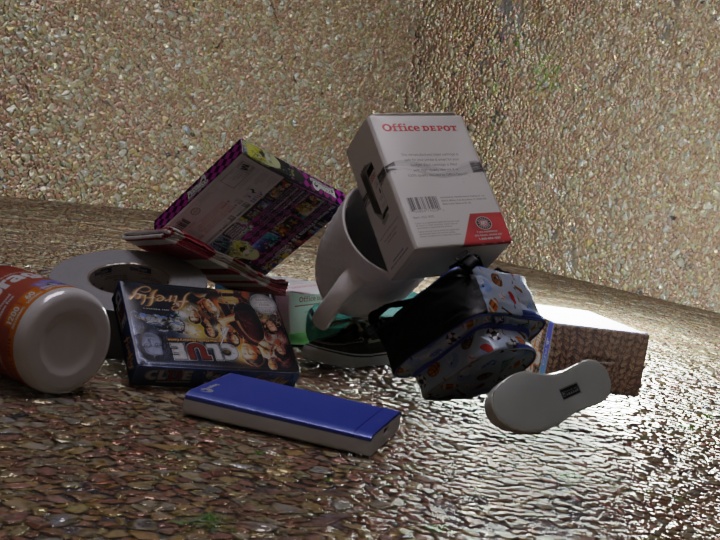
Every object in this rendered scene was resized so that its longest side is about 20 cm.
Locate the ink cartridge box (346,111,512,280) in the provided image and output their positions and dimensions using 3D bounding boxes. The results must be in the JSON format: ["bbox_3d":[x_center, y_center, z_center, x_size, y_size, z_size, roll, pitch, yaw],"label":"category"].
[{"bbox_3d":[0.084,-0.097,1.409,0.147,0.200,0.083,-5,-28,-27],"label":"ink cartridge box"}]

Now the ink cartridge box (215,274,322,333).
[{"bbox_3d":[-0.112,0.052,1.673,0.200,0.067,0.116,8,8,39],"label":"ink cartridge box"}]

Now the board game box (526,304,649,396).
[{"bbox_3d":[0.319,0.118,1.701,0.159,0.097,0.200,7,6,-17],"label":"board game box"}]

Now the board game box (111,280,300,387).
[{"bbox_3d":[-0.181,0.078,1.295,0.200,0.035,0.136,6,41,-30],"label":"board game box"}]

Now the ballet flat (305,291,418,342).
[{"bbox_3d":[0.002,0.073,1.630,0.200,0.070,0.067,-8,47,-32],"label":"ballet flat"}]

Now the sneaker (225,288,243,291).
[{"bbox_3d":[-0.191,0.058,1.599,0.200,0.076,0.079,14,5,33],"label":"sneaker"}]

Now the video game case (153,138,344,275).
[{"bbox_3d":[-0.152,-0.076,1.506,0.181,0.200,0.036,26,40,-35],"label":"video game case"}]

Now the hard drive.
[{"bbox_3d":[-0.069,0.149,1.161,0.200,0.025,0.132,11,7,14],"label":"hard drive"}]

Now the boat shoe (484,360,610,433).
[{"bbox_3d":[0.214,0.156,1.310,0.200,0.071,0.064,-7,-17,-39],"label":"boat shoe"}]

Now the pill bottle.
[{"bbox_3d":[-0.369,0.055,1.178,0.200,0.112,0.112,14,8,39],"label":"pill bottle"}]

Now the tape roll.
[{"bbox_3d":[-0.297,0.039,1.412,0.200,0.066,0.200,6,21,-2],"label":"tape roll"}]

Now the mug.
[{"bbox_3d":[0.000,0.000,1.477,0.148,0.200,0.175,38,-36,1],"label":"mug"}]

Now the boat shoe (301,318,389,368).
[{"bbox_3d":[-0.003,0.098,1.547,0.071,0.064,0.200,14,8,42],"label":"boat shoe"}]

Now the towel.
[{"bbox_3d":[-0.210,-0.012,1.502,0.200,0.023,0.144,27,-16,-31],"label":"towel"}]

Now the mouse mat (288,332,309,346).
[{"bbox_3d":[-0.076,0.095,1.701,0.161,0.008,0.200,4,10,-20],"label":"mouse mat"}]

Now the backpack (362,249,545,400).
[{"bbox_3d":[0.142,0.075,1.405,0.200,0.154,0.190,-34,-18,38],"label":"backpack"}]
